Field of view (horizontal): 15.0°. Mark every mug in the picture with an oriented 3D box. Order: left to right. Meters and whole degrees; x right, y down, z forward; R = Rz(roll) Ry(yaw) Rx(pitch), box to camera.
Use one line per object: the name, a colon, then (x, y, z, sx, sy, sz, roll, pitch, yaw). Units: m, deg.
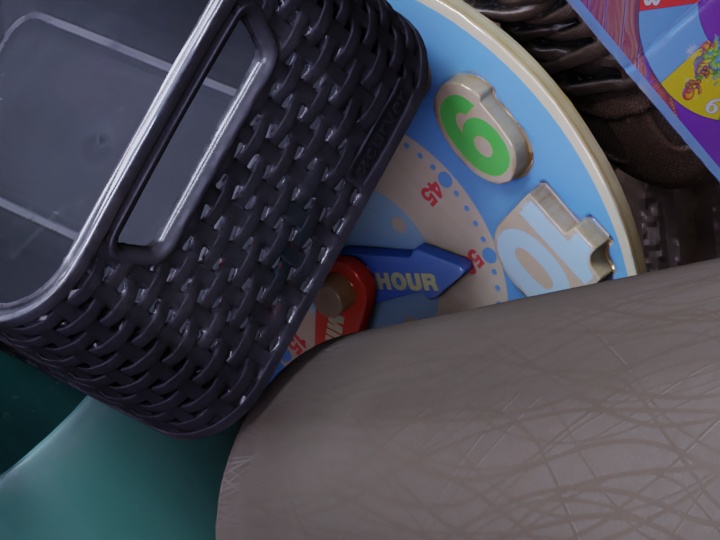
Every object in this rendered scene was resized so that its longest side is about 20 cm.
mug: (-0.114, 0.087, 0.863, 0.185, 0.152, 0.114, -7, 125, 44)

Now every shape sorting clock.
shape sorting clock: (0.000, 0.000, 0.836, 0.200, 0.039, 0.200, 18, 125, 26)

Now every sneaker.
sneaker: (0.048, -0.094, 0.796, 0.070, 0.076, 0.200, -11, 121, 37)

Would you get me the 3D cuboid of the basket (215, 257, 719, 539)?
basket: (0.067, 0.074, 0.709, 0.200, 0.136, 0.181, -2, 70, 48)

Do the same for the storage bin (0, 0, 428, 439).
storage bin: (-0.098, -0.054, 0.776, 0.200, 0.094, 0.135, 24, 82, 37)

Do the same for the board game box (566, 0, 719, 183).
board game box: (0.138, -0.102, 0.756, 0.158, 0.039, 0.200, -42, 120, 3)
